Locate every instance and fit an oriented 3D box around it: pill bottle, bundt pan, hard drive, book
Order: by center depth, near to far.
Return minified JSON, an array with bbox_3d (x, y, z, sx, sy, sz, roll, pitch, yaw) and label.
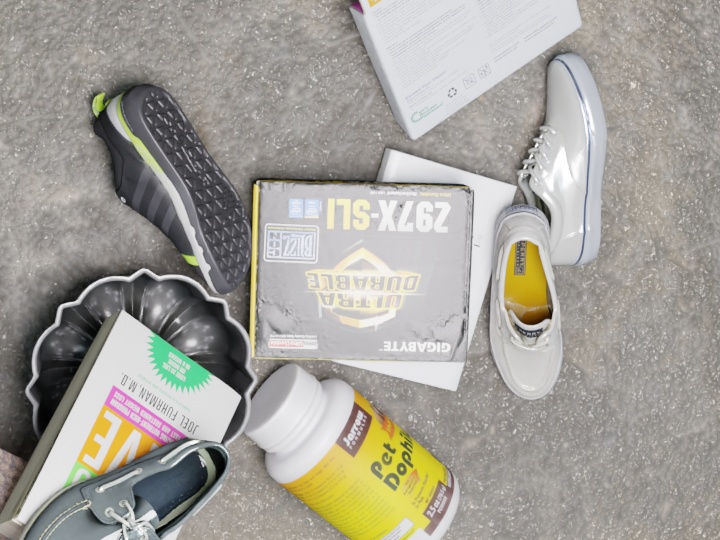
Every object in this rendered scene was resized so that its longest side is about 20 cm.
[{"bbox_3d":[-0.191,0.153,1.247,0.133,0.048,0.201,37,55,-21],"label":"book"},{"bbox_3d":[-0.195,0.092,1.343,0.200,0.076,0.204,-3,101,-16],"label":"bundt pan"},{"bbox_3d":[-0.011,0.175,1.398,0.200,0.109,0.110,41,88,-20],"label":"pill bottle"},{"bbox_3d":[0.057,0.001,1.429,0.131,0.026,0.202,14,96,-19],"label":"hard drive"}]

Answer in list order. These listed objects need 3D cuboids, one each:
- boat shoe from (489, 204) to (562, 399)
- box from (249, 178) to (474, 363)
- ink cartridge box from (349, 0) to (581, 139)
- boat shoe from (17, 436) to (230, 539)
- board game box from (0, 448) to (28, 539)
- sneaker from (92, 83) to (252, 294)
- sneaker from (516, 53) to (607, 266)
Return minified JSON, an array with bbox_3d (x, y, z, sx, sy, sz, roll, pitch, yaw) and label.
[{"bbox_3d":[0.154,0.043,1.421,0.070,0.070,0.202,0,119,5],"label":"boat shoe"},{"bbox_3d":[0.000,0.000,1.376,0.198,0.049,0.162,2,95,-5],"label":"box"},{"bbox_3d":[0.090,-0.242,1.339,0.195,0.043,0.201,-34,136,-8],"label":"ink cartridge box"},{"bbox_3d":[-0.179,0.184,1.175,0.199,0.062,0.073,-29,93,-43],"label":"boat shoe"},{"bbox_3d":[-0.321,0.276,1.257,0.096,0.160,0.200,29,121,-20],"label":"board game box"},{"bbox_3d":[-0.165,-0.069,1.328,0.072,0.082,0.201,-40,108,-51],"label":"sneaker"},{"bbox_3d":[0.184,-0.098,1.422,0.070,0.073,0.202,-10,104,-21],"label":"sneaker"}]
